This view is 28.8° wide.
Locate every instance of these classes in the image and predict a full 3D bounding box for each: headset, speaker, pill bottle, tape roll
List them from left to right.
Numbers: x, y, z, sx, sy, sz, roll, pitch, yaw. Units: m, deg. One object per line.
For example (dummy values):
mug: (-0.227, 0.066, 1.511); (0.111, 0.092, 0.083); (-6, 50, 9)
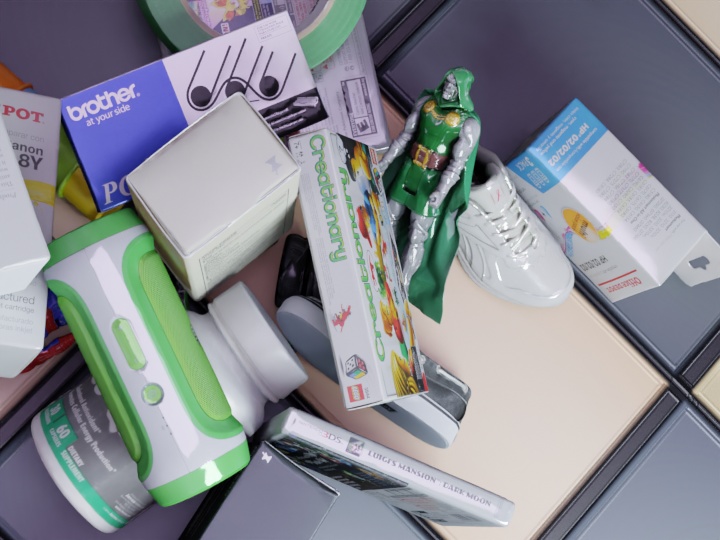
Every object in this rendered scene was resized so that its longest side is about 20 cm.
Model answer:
speaker: (-0.153, 0.062, 1.002); (0.088, 0.088, 0.201); (-26, 91, -13)
pill bottle: (-0.147, 0.104, 1.102); (0.199, 0.113, 0.114); (-36, 89, -1)
tape roll: (-0.090, -0.258, 1.166); (0.198, 0.048, 0.203); (-3, 99, -16)
headset: (-0.073, -0.013, 1.160); (0.123, 0.094, 0.201); (29, 87, -5)

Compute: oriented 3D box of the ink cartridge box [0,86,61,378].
ink cartridge box: (-0.303, -0.037, 1.028); (0.144, 0.083, 0.202); (10, 67, -25)

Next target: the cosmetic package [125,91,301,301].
cosmetic package: (-0.105, -0.048, 1.022); (0.105, 0.200, 0.071); (-38, 85, -11)

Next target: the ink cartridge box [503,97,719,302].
ink cartridge box: (0.216, -0.042, 1.204); (0.200, 0.115, 0.068); (45, 77, -1)

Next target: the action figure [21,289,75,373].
action figure: (-0.241, 0.024, 1.150); (0.199, 0.052, 0.066); (-37, 93, -11)

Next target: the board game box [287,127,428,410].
board game box: (0.000, 0.000, 1.057); (0.034, 0.126, 0.202); (-14, 85, 16)

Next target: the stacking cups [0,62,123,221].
stacking cups: (-0.274, -0.121, 1.156); (0.200, 0.061, 0.061); (42, 77, -2)

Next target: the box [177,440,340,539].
box: (-0.109, 0.236, 1.093); (0.079, 0.141, 0.201); (34, 78, -3)

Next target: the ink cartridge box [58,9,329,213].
ink cartridge box: (-0.134, -0.127, 1.120); (0.198, 0.044, 0.095); (-23, 99, -12)

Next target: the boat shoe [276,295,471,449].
boat shoe: (0.017, 0.068, 1.157); (0.199, 0.073, 0.068); (37, 68, -22)

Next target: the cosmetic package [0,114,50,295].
cosmetic package: (-0.296, -0.078, 0.955); (0.101, 0.071, 0.202); (-15, 79, -32)

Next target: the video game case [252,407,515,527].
video game case: (0.011, 0.156, 1.095); (0.180, 0.200, 0.024); (23, 77, -6)

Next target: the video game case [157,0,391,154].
video game case: (-0.081, -0.184, 1.221); (0.180, 0.023, 0.202); (-11, 85, -12)

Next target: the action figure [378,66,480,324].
action figure: (0.049, -0.072, 1.147); (0.118, 0.055, 0.202); (29, 109, 28)

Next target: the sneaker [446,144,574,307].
sneaker: (0.109, -0.047, 1.193); (0.200, 0.099, 0.078); (45, 77, -1)

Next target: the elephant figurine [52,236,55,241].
elephant figurine: (-0.372, -0.013, 1.098); (0.200, 0.141, 0.156); (-47, 126, -17)
